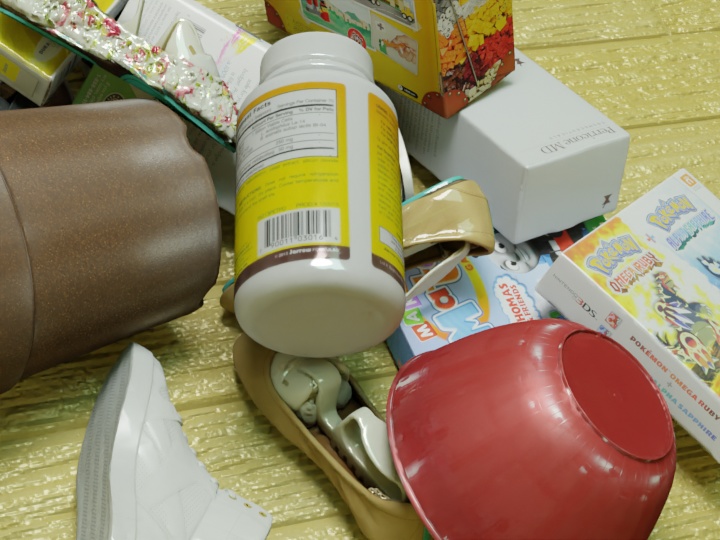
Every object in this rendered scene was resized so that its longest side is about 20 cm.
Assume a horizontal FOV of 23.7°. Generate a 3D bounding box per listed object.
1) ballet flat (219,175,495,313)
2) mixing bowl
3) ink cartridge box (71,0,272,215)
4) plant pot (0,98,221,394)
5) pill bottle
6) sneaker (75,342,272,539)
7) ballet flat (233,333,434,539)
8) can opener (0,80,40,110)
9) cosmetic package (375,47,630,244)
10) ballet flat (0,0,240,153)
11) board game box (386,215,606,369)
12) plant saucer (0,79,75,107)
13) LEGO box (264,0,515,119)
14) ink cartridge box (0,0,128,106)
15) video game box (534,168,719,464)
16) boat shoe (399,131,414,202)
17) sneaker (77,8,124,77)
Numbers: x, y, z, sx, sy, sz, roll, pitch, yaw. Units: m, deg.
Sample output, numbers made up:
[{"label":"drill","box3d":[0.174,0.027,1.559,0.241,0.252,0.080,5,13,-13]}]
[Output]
[{"label":"ballet flat","box3d":[0.000,0.000,1.183,0.199,0.069,0.063,-25,73,4]},{"label":"mixing bowl","box3d":[0.125,0.105,1.083,0.200,0.108,0.201,29,36,-24]},{"label":"ink cartridge box","box3d":[-0.093,-0.111,1.233,0.199,0.117,0.067,30,6,-3]},{"label":"plant pot","box3d":[-0.209,-0.020,1.106,0.198,0.201,0.201,-15,55,-35]},{"label":"pill bottle","box3d":[-0.027,-0.053,1.114,0.109,0.109,0.201,5,59,-11]},{"label":"sneaker","box3d":[-0.114,0.138,1.078,0.115,0.074,0.201,22,36,-21]},{"label":"ballet flat","box3d":[-0.011,0.096,1.124,0.068,0.063,0.200,-28,62,-30]},{"label":"can opener","box3d":[-0.247,-0.153,1.251,0.066,0.053,0.201,41,46,-25]},{"label":"cosmetic package","box3d":[0.099,-0.111,1.300,0.101,0.072,0.200,-18,43,-29]},{"label":"ballet flat","box3d":[-0.151,-0.155,1.156,0.199,0.076,0.064,31,91,-8]},{"label":"board game box","box3d":[0.105,0.013,1.252,0.199,0.037,0.152,-11,55,-22]},{"label":"plant saucer","box3d":[-0.305,-0.102,1.240,0.199,0.037,0.201,7,50,-9]},{"label":"LEGO box","box3d":[0.013,-0.224,1.258,0.077,0.149,0.200,-37,51,-27]},{"label":"ink cartridge box","box3d":[-0.258,-0.241,1.231,0.200,0.047,0.198,35,51,-6]},{"label":"video game box","box3d":[0.246,0.027,1.235,0.182,0.047,0.200,42,39,14]},{"label":"boat shoe","box3d":[-0.014,-0.113,1.303,0.059,0.072,0.200,-14,48,-14]},{"label":"sneaker","box3d":[-0.132,-0.144,1.292,0.199,0.080,0.078,30,50,7]}]
